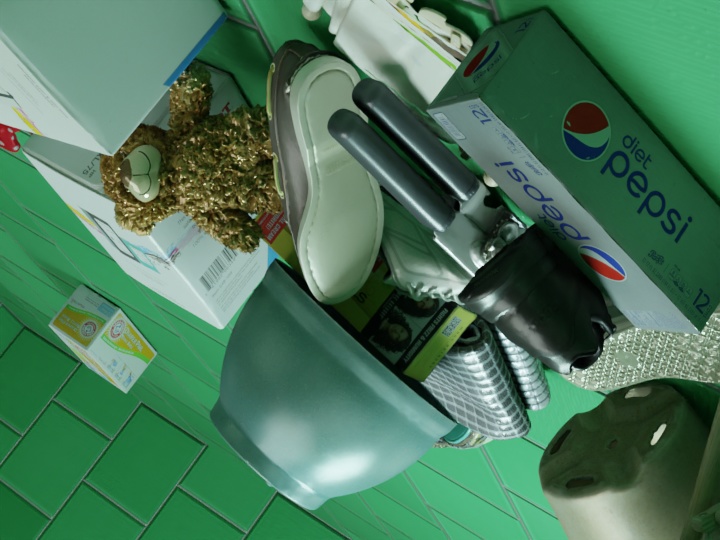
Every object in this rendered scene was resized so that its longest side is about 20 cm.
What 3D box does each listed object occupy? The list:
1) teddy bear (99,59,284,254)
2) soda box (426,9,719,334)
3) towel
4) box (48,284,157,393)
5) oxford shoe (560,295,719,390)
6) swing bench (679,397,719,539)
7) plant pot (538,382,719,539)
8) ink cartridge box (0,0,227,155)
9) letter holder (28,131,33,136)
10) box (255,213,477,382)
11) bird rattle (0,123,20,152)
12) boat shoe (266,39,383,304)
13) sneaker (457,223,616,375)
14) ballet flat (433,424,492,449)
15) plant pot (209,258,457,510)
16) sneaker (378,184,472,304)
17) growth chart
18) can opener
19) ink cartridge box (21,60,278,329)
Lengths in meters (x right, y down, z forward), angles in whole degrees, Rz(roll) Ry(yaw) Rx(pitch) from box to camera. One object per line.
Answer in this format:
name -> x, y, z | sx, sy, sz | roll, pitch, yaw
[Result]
teddy bear -> -0.106, -0.081, 0.998 | 0.198, 0.146, 0.067 | 10, -153, 0
soda box -> 0.135, -0.052, 0.757 | 0.200, 0.069, 0.063 | 43, 163, -20
towel -> 0.064, 0.060, 1.183 | 0.199, 0.086, 0.166 | 25, 159, 37
box -> -0.491, 0.132, 2.511 | 0.112, 0.102, 0.200 | 29, 162, 27
oxford shoe -> 0.212, 0.038, 0.878 | 0.199, 0.058, 0.075 | -13, 124, 50
swing bench -> 0.291, 0.195, 0.870 | 0.130, 0.201, 0.199 | 40, 164, -14
plant pot -> 0.243, 0.200, 1.048 | 0.184, 0.200, 0.200 | 54, 159, -17
ink cartridge box -> -0.235, -0.198, 0.991 | 0.199, 0.148, 0.145 | 18, 156, 49
letter holder -> -0.273, -0.139, 1.323 | 0.141, 0.101, 0.200 | 31, 163, 25
box -> 0.000, 0.000, 1.094 | 0.200, 0.075, 0.050 | 44, -174, 27
bird rattle -> -0.344, -0.216, 1.196 | 0.164, 0.112, 0.201 | 56, 145, 36
boat shoe -> -0.030, -0.069, 0.948 | 0.059, 0.071, 0.202 | 42, 147, 45
sneaker -> 0.121, 0.019, 0.834 | 0.091, 0.076, 0.200 | 48, -159, 4
ballet flat -> 0.112, 0.160, 1.420 | 0.072, 0.072, 0.200 | 40, 164, -11
plant pot -> -0.038, 0.107, 1.067 | 0.200, 0.134, 0.200 | 41, -178, -1
sneaker -> 0.067, -0.003, 1.016 | 0.199, 0.081, 0.075 | 33, 162, 9
growth chart -> 0.042, -0.129, 0.832 | 0.200, 0.018, 0.145 | 41, 163, -11
can opener -> 0.049, -0.056, 0.908 | 0.200, 0.053, 0.066 | 41, 175, -37
ink cartridge box -> -0.168, -0.080, 1.178 | 0.145, 0.147, 0.201 | 26, 160, 34
